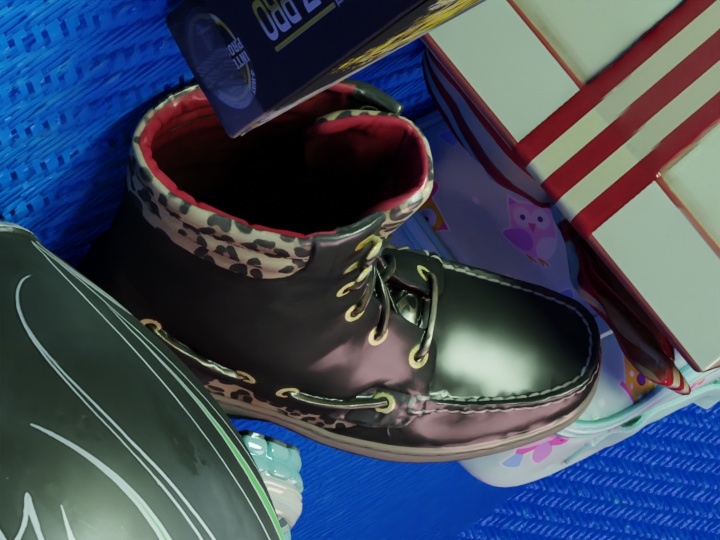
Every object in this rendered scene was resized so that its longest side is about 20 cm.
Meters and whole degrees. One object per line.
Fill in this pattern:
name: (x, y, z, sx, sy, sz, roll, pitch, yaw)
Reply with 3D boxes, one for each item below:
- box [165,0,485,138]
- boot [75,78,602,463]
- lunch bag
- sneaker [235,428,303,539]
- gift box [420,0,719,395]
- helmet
box: (0.057, -0.119, 0.832, 0.200, 0.049, 0.161, -31, -177, -29)
boot: (0.000, 0.000, 0.988, 0.199, 0.073, 0.151, 10, 152, -7)
lunch bag: (0.089, -0.002, 1.215, 0.200, 0.161, 0.077, -25, 165, -45)
sneaker: (-0.118, 0.100, 1.018, 0.199, 0.087, 0.078, 0, 163, -7)
gift box: (0.144, -0.063, 1.070, 0.187, 0.185, 0.200, -40, 166, 10)
helmet: (-0.113, 0.102, 0.904, 0.200, 0.191, 0.200, -32, 166, -9)
